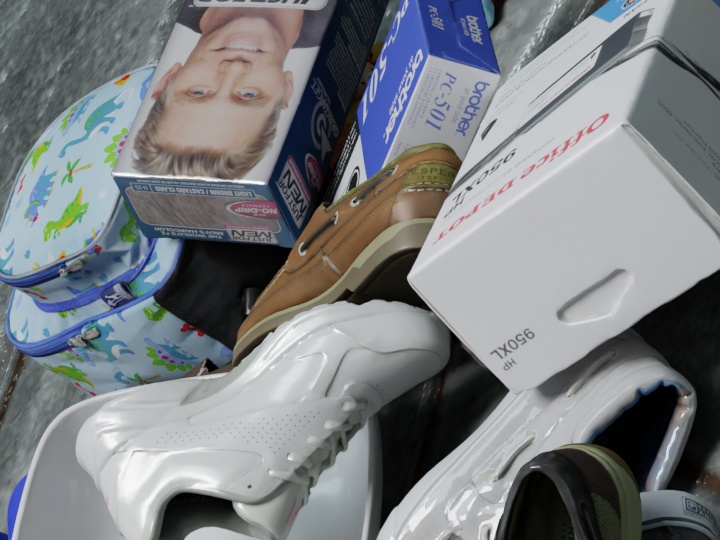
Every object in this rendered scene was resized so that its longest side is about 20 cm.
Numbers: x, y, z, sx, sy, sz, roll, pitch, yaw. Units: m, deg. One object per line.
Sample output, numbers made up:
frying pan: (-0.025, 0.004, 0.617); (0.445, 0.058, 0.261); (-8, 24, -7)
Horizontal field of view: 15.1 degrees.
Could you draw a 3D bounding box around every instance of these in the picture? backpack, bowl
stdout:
backpack: (-0.137, -0.022, 1.658); (0.200, 0.147, 0.183); (-29, 37, 46)
bowl: (-0.079, 0.152, 1.413); (0.199, 0.075, 0.200); (-7, 50, 15)

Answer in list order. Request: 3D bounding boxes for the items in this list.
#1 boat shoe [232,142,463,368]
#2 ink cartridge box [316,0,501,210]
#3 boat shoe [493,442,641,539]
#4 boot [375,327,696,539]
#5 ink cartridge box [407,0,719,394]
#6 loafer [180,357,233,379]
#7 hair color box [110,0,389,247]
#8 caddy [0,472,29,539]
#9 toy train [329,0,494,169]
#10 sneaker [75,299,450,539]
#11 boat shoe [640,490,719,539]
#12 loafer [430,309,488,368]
boat shoe: (0.000, 0.000, 1.409); (0.200, 0.072, 0.068); (-33, 48, 48)
ink cartridge box: (0.017, -0.051, 1.475); (0.094, 0.044, 0.200); (-98, 26, -56)
boat shoe: (0.079, 0.173, 1.141); (0.072, 0.066, 0.201); (1, 87, 34)
boot: (0.076, 0.114, 1.262); (0.200, 0.073, 0.096); (-55, 19, 2)
ink cartridge box: (0.120, -0.053, 1.294); (0.145, 0.084, 0.200); (-37, 15, 32)
loafer: (-0.088, 0.093, 1.559); (0.200, 0.073, 0.071); (-20, 35, 41)
hair color box: (-0.059, -0.111, 1.553); (0.100, 0.061, 0.200); (3, 55, 23)
caddy: (-0.173, 0.212, 1.521); (0.141, 0.105, 0.200); (-37, 36, 32)
toy train: (0.026, -0.114, 1.589); (0.150, 0.056, 0.200); (-32, 37, 39)
sneaker: (-0.038, 0.088, 1.362); (0.200, 0.078, 0.100); (-26, 58, 3)
boat shoe: (0.079, 0.172, 1.217); (0.200, 0.072, 0.068); (-31, 36, 28)
loafer: (0.070, 0.011, 1.390); (0.072, 0.063, 0.200); (-51, 29, 10)
